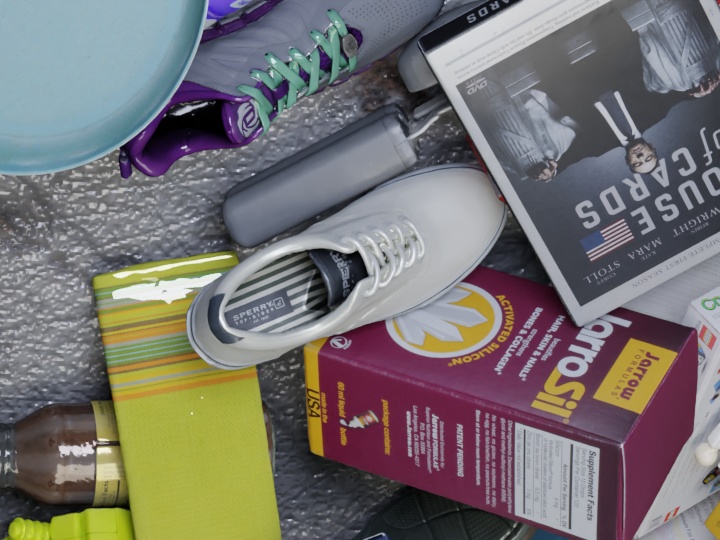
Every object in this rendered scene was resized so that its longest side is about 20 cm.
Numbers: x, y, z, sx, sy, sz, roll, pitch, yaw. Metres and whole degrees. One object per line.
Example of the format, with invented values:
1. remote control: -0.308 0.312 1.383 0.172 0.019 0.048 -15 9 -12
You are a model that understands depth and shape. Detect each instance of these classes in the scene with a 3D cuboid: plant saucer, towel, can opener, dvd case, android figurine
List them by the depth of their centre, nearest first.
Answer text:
1. plant saucer: -0.169 -0.149 1.413 0.198 0.027 0.202 1 96 10
2. dvd case: 0.139 -0.079 1.505 0.150 0.025 0.201 -28 122 6
3. can opener: 0.006 -0.086 1.564 0.199 0.053 0.067 -27 101 8
4. towel: -0.097 0.093 1.617 0.085 0.018 0.202 -9 93 -7
5. android figurine: -0.143 0.182 1.694 0.199 0.041 0.182 16 146 -38

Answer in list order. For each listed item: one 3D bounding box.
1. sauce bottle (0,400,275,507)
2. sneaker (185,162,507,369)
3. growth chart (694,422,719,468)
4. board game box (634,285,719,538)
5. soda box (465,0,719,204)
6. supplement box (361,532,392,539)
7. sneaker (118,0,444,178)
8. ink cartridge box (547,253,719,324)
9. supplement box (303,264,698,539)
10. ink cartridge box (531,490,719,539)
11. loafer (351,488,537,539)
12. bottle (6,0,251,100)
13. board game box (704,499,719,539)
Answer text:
1. sauce bottle: -0.152 0.107 1.661 0.198 0.065 0.065 1 128 -13
2. sneaker: 0.000 0.000 1.546 0.199 0.071 0.073 -29 94 -15
3. growth chart: 0.273 0.069 1.687 0.145 0.018 0.200 -52 155 15
4. board game box: 0.223 0.067 1.671 0.126 0.035 0.201 -27 151 -31
5. soda box: 0.152 -0.112 1.546 0.063 0.070 0.200 33 109 -33
6. supplement box: -0.030 0.292 1.589 0.199 0.201 0.134 -22 143 15
7. sneaker: -0.042 -0.102 1.505 0.199 0.088 0.075 -22 130 5
8. ink cartridge box: 0.183 -0.012 1.660 0.145 0.048 0.201 16 126 -24
9. supplement box: 0.080 0.069 1.594 0.199 0.110 0.086 16 133 22
10. ink cartridge box: 0.214 0.217 1.798 0.198 0.126 0.129 -11 130 -4
11. loafer: 0.032 0.188 1.779 0.199 0.072 0.063 -29 149 19
12. bottle: -0.089 -0.156 1.453 0.199 0.084 0.066 -33 94 12
13. board game box: 0.313 0.097 1.719 0.199 0.040 0.154 -10 138 -50
